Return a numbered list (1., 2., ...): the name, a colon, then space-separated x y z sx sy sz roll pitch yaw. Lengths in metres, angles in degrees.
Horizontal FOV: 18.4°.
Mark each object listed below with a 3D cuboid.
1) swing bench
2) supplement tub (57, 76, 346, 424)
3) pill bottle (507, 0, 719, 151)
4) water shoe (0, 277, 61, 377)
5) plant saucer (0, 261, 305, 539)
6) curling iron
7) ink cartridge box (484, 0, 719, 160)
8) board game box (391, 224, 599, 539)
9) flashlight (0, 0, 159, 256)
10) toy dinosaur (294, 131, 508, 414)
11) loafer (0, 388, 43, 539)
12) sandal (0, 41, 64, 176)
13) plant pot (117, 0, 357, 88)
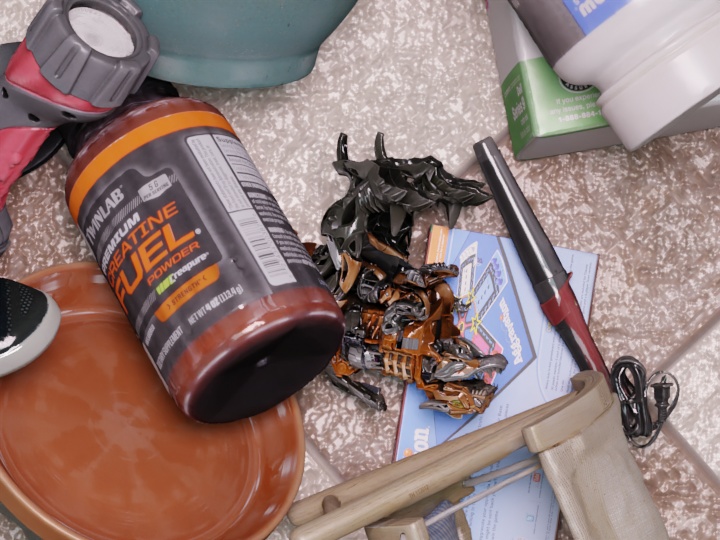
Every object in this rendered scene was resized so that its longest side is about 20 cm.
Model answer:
1. swing bench: 0.087 0.186 1.212 0.199 0.130 0.200 -23 93 -2
2. supplement tub: -0.097 -0.021 1.236 0.107 0.107 0.201 -29 66 -6
3. pill bottle: 0.128 -0.172 1.191 0.113 0.114 0.201 -33 86 -6
4. water shoe: -0.258 0.008 1.165 0.198 0.079 0.072 6 43 4
5. plant saucer: -0.127 0.083 1.225 0.199 0.032 0.201 17 45 -17
6. curling iron: 0.122 0.010 1.280 0.049 0.026 0.201 -35 82 30
7. ink cartridge box: 0.145 -0.179 1.292 0.144 0.088 0.201 -10 83 -4
8. board game box: 0.074 0.081 1.294 0.102 0.019 0.202 10 84 -4
9. flashlight: -0.183 -0.068 1.209 0.068 0.200 0.068 18 40 -26
10. toy dinosaur: 0.000 0.000 1.260 0.199 0.102 0.136 28 108 0
11. loafer: -0.191 0.101 1.254 0.200 0.072 0.063 44 42 -4
12. sandal: -0.251 -0.075 1.277 0.199 0.043 0.077 -22 86 -6
13. plant pot: -0.078 -0.181 1.240 0.199 0.200 0.135 6 111 -3
